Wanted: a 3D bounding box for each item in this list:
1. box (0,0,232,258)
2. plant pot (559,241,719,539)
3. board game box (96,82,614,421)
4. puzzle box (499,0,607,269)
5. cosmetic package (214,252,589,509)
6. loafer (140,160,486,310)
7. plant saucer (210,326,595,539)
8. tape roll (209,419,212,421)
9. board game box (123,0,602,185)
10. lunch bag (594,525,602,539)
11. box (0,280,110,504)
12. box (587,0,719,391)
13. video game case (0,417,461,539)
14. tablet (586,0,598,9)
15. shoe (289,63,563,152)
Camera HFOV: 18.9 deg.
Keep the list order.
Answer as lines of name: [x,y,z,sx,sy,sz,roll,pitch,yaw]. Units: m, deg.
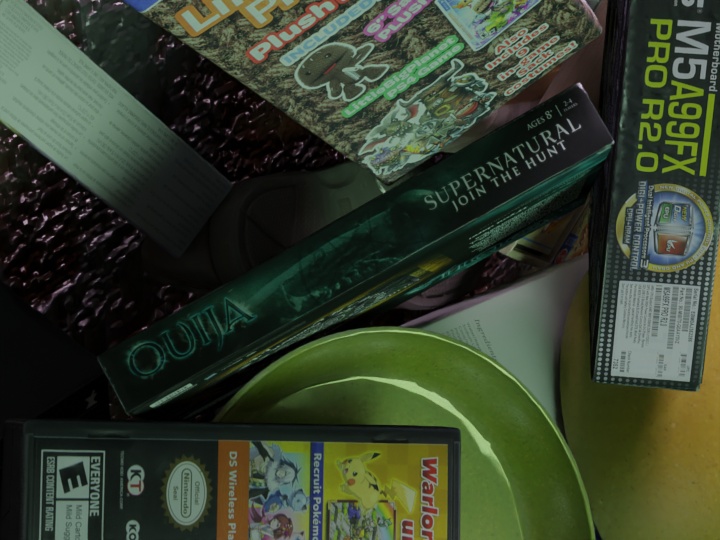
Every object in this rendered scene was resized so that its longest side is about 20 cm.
box: [-0.115,-0.065,0.806,0.042,0.039,0.200,-53,147,-2]
plant pot: [0.207,0.060,0.970,0.199,0.142,0.201,21,59,-39]
board game box: [0.000,0.000,0.829,0.199,0.028,0.135,-29,173,-2]
puzzle box: [0.107,-0.063,1.040,0.133,0.025,0.200,-59,169,5]
cosmetic package: [0.045,0.059,0.990,0.200,0.085,0.107,-19,176,-46]
loafer: [-0.017,-0.015,0.969,0.200,0.063,0.072,-1,86,-55]
plant saucer: [0.004,0.123,0.849,0.199,0.031,0.201,2,87,-29]
tape roll: [-0.064,0.169,1.048,0.200,0.066,0.201,-33,141,-31]
board game box: [-0.027,-0.142,0.709,0.097,0.160,0.200,-35,155,13]
lunch bag: [0.121,0.134,1.118,0.170,0.200,0.124,-28,96,-39]
box: [-0.191,0.115,0.826,0.200,0.079,0.142,-33,145,-32]
box: [0.119,-0.078,0.849,0.160,0.044,0.201,-77,171,-64]
video game case: [-0.046,0.156,0.788,0.180,0.025,0.201,4,86,-29]
tablet: [0.080,-0.186,0.978,0.200,0.014,0.131,10,110,-54]
shoe: [0.029,-0.070,0.957,0.200,0.070,0.054,-8,120,-53]
